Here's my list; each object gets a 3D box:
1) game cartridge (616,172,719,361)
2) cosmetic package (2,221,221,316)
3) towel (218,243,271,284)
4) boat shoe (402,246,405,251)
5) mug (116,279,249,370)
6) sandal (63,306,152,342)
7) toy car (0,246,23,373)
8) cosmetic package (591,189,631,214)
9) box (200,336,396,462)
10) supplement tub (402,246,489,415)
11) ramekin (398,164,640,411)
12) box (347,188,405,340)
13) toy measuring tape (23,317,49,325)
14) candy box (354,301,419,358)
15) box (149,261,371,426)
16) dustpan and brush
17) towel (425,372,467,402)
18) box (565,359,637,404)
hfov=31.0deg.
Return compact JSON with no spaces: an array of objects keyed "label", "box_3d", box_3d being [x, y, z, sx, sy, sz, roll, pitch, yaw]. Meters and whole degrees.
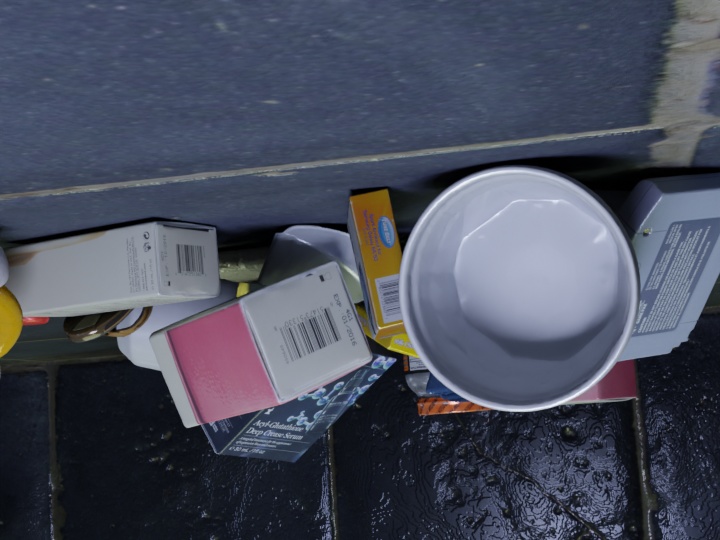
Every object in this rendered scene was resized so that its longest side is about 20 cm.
[{"label":"game cartridge","box_3d":[0.272,-0.002,1.191,0.132,0.042,0.201,-3,130,-23]},{"label":"cosmetic package","box_3d":[-0.247,0.001,1.283,0.198,0.072,0.105,-7,175,28]},{"label":"towel","box_3d":[-0.089,-0.004,1.524,0.131,0.035,0.200,-8,173,25]},{"label":"boat shoe","box_3d":[0.105,-0.021,1.427,0.201,0.075,0.075,-16,-157,35]},{"label":"mug","box_3d":[-0.225,0.071,1.664,0.152,0.151,0.187,4,168,3]},{"label":"sandal","box_3d":[-0.264,0.042,1.433,0.081,0.055,0.200,-18,-167,8]},{"label":"toy car","box_3d":[-0.419,0.031,1.194,0.198,0.176,0.150,-1,-150,-29]},{"label":"cosmetic package","box_3d":[0.230,-0.016,1.232,0.198,0.071,0.102,-1,131,-30]},{"label":"box","box_3d":[-0.084,0.123,1.552,0.200,0.107,0.148,-47,147,19]},{"label":"supplement tub","box_3d":[0.108,0.068,1.543,0.121,0.202,0.123,-4,175,0]},{"label":"ramekin","box_3d":[0.139,0.011,1.094,0.198,0.202,0.105,-6,-177,19]},{"label":"box","box_3d":[0.018,0.000,1.215,0.041,0.120,0.200,-13,175,0]},{"label":"toy measuring tape","box_3d":[-0.405,0.032,1.498,0.199,0.074,0.073,-9,172,37]},{"label":"candy box","box_3d":[0.030,0.059,1.430,0.101,0.027,0.200,15,-173,-29]},{"label":"box","box_3d":[-0.105,0.078,1.329,0.127,0.110,0.199,-23,-179,-37]},{"label":"dustpan and brush","box_3d":[0.000,0.000,1.382,0.198,0.058,0.140,21,153,-5]},{"label":"towel","box_3d":[0.143,0.049,1.424,0.048,0.201,0.111,32,156,-29]},{"label":"box","box_3d":[0.264,0.068,1.642,0.127,0.202,0.109,-9,172,38]}]
